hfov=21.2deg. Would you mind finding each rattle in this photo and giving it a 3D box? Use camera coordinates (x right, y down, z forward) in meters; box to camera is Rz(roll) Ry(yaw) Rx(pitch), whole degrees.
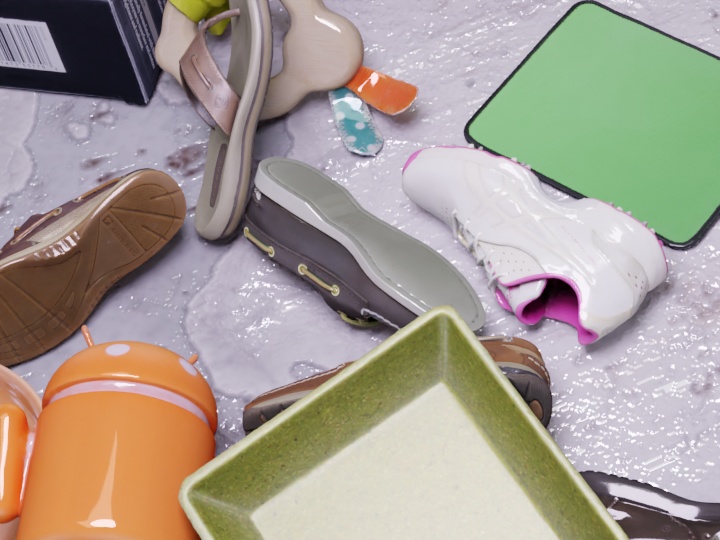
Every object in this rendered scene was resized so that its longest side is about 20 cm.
[{"bbox_3d":[-0.044,-0.165,1.440,0.199,0.143,0.131,18,91,5],"label":"rattle"}]

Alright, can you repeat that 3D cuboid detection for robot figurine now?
[{"bbox_3d":[-0.151,0.129,1.188,0.143,0.117,0.201,-9,55,21],"label":"robot figurine"}]

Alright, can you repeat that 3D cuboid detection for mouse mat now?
[{"bbox_3d":[0.193,-0.108,1.364,0.200,0.008,0.161,29,64,29],"label":"mouse mat"}]

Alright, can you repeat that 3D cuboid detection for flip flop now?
[{"bbox_3d":[-0.101,-0.122,1.339,0.057,0.201,0.081,8,7,-16],"label":"flip flop"}]

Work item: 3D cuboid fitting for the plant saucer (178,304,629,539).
[{"bbox_3d":[0.027,0.154,1.112,0.200,0.048,0.200,-34,64,-5],"label":"plant saucer"}]

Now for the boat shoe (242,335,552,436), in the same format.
[{"bbox_3d":[0.026,0.085,1.223,0.199,0.076,0.074,-7,31,14],"label":"boat shoe"}]

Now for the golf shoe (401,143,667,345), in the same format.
[{"bbox_3d":[0.101,-0.020,1.278,0.199,0.075,0.092,24,66,27],"label":"golf shoe"}]

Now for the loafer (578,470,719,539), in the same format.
[{"bbox_3d":[0.204,0.176,1.121,0.199,0.073,0.072,10,62,28],"label":"loafer"}]

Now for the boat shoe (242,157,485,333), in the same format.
[{"bbox_3d":[0.000,0.000,1.294,0.201,0.061,0.072,39,31,28],"label":"boat shoe"}]

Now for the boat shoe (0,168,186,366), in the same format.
[{"bbox_3d":[-0.213,-0.006,1.344,0.200,0.072,0.072,-40,25,-5],"label":"boat shoe"}]

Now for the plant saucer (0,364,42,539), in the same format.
[{"bbox_3d":[-0.290,0.146,1.257,0.199,0.038,0.201,-6,54,8],"label":"plant saucer"}]

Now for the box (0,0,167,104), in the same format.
[{"bbox_3d":[-0.234,-0.248,1.485,0.196,0.118,0.201,7,55,16],"label":"box"}]
